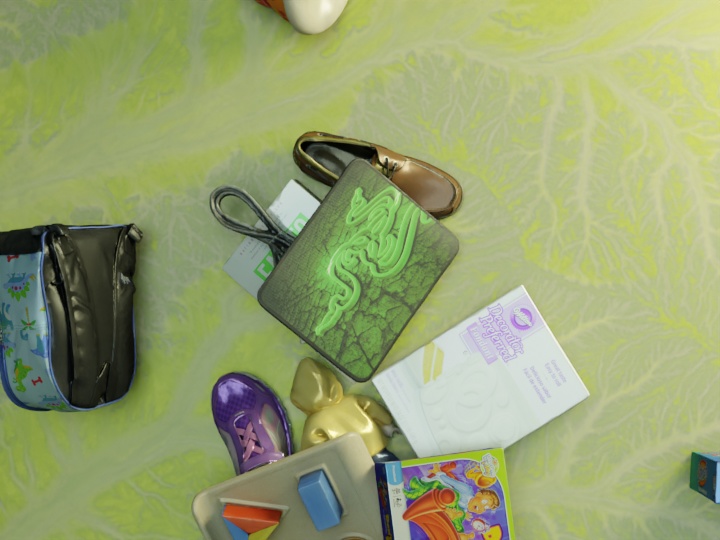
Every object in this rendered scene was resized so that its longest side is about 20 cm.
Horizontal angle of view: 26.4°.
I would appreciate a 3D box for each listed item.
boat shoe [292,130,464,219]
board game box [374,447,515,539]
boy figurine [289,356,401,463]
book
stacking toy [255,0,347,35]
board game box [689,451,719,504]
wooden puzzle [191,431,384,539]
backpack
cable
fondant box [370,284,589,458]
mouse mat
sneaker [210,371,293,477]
[{"bbox_3d":[0.018,-0.103,1.713,0.198,0.068,0.073,15,87,5],"label":"boat shoe"},{"bbox_3d":[0.095,0.294,1.615,0.133,0.045,0.202,-6,84,-16],"label":"board game box"},{"bbox_3d":[-0.019,0.190,1.697,0.124,0.064,0.200,-34,82,-22],"label":"boy figurine"},{"bbox_3d":[-0.040,0.012,1.728,0.200,0.048,0.134,40,95,4],"label":"book"},{"bbox_3d":[-0.114,-0.356,1.731,0.199,0.146,0.147,18,88,25],"label":"stacking toy"},{"bbox_3d":[0.430,0.218,1.591,0.151,0.200,0.045,3,86,5],"label":"board game box"},{"bbox_3d":[-0.058,0.290,1.637,0.199,0.046,0.186,-23,104,7],"label":"wooden puzzle"},{"bbox_3d":[-0.334,0.054,1.687,0.146,0.183,0.202,-6,89,28],"label":"backpack"},{"bbox_3d":[-0.083,-0.024,1.683,0.097,0.050,0.200,-37,90,5],"label":"cable"},{"bbox_3d":[0.131,0.128,1.695,0.199,0.058,0.145,-32,85,2],"label":"fondant box"},{"bbox_3d":[0.000,0.000,1.668,0.161,0.008,0.201,38,76,-14],"label":"mouse mat"},{"bbox_3d":[-0.111,0.206,1.698,0.080,0.088,0.201,-23,84,5],"label":"sneaker"}]
